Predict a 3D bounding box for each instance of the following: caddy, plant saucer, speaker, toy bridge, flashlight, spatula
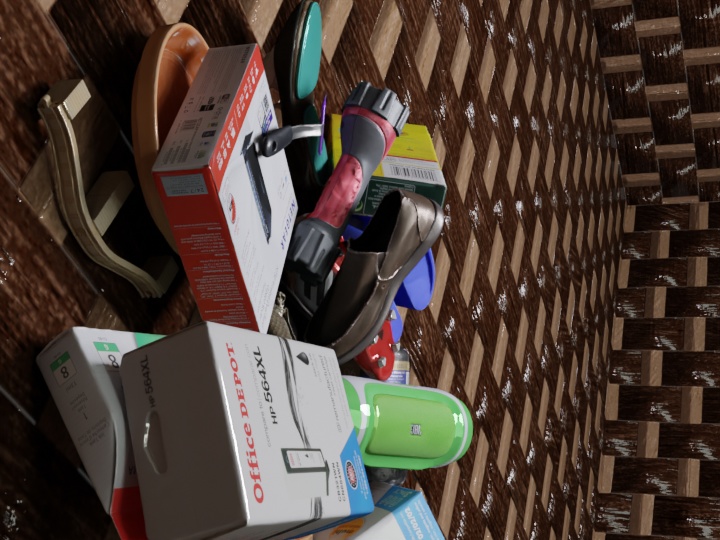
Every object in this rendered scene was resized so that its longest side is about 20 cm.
[{"bbox_3d":[0.006,-0.007,1.192,0.142,0.104,0.201,-47,139,-31],"label":"caddy"},{"bbox_3d":[-0.152,-0.109,0.868,0.200,0.032,0.203,-3,90,-79],"label":"plant saucer"},{"bbox_3d":[0.029,0.159,1.043,0.199,0.088,0.090,14,75,-45],"label":"speaker"},{"bbox_3d":[-0.203,-0.052,0.788,0.068,0.027,0.201,-68,149,-42],"label":"toy bridge"},{"bbox_3d":[-0.019,-0.089,1.005,0.067,0.068,0.202,31,73,-14],"label":"flashlight"},{"bbox_3d":[-0.057,-0.129,0.950,0.200,0.020,0.057,-42,139,-67],"label":"spatula"}]

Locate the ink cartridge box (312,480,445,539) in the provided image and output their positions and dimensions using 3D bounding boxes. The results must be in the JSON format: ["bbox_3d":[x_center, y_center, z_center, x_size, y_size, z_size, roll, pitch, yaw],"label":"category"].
[{"bbox_3d":[-0.027,0.296,1.005,0.199,0.115,0.068,-30,97,-25],"label":"ink cartridge box"}]

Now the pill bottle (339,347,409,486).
[{"bbox_3d":[0.001,0.189,1.151,0.112,0.110,0.203,16,73,-66],"label":"pill bottle"}]

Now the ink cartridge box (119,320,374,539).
[{"bbox_3d":[-0.081,0.130,0.771,0.200,0.083,0.148,21,51,-63],"label":"ink cartridge box"}]

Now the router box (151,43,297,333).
[{"bbox_3d":[-0.109,-0.068,0.870,0.201,0.048,0.181,-81,164,-50],"label":"router box"}]

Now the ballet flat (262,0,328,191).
[{"bbox_3d":[-0.075,-0.178,1.041,0.068,0.067,0.203,-52,144,-62],"label":"ballet flat"}]

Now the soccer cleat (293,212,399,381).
[{"bbox_3d":[-0.026,0.032,1.083,0.202,0.084,0.069,62,36,-13],"label":"soccer cleat"}]

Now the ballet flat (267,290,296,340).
[{"bbox_3d":[-0.052,0.094,0.918,0.201,0.046,0.068,56,-11,20],"label":"ballet flat"}]

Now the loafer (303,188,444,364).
[{"bbox_3d":[0.000,0.000,0.993,0.071,0.073,0.201,38,82,-40],"label":"loafer"}]

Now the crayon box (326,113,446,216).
[{"bbox_3d":[0.024,-0.120,1.150,0.201,0.125,0.051,-94,-168,-63],"label":"crayon box"}]

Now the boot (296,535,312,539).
[{"bbox_3d":[-0.082,0.188,1.015,0.200,0.073,0.157,-36,122,-74],"label":"boot"}]

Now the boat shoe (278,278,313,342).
[{"bbox_3d":[-0.091,0.028,1.012,0.200,0.056,0.068,56,39,-52],"label":"boat shoe"}]

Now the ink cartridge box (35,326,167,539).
[{"bbox_3d":[-0.142,0.140,0.765,0.201,0.050,0.161,57,17,20],"label":"ink cartridge box"}]
